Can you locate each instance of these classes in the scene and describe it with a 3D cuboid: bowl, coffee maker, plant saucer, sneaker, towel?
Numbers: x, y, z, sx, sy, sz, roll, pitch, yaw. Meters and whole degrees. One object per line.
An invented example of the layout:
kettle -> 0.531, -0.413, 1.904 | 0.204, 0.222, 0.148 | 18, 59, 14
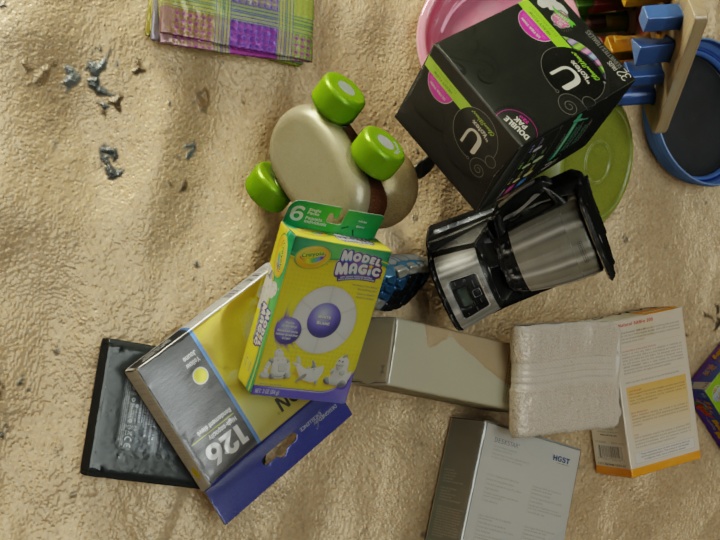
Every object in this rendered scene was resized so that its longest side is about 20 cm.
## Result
bowl -> 0.469, -0.216, 1.708 | 0.198, 0.039, 0.204 | 2, 87, -30
coffee maker -> 0.187, -0.023, 1.450 | 0.198, 0.192, 0.137 | -21, 88, 15
plant saucer -> 0.166, -0.273, 1.488 | 0.197, 0.051, 0.204 | -1, 81, 4
sneaker -> 0.000, 0.000, 1.413 | 0.198, 0.075, 0.087 | -9, 48, -45
plant saucer -> 0.291, -0.139, 1.570 | 0.198, 0.031, 0.203 | -12, 108, -42
towel -> -0.142, -0.309, 1.373 | 0.197, 0.023, 0.146 | 4, 85, -30
towel -> 0.248, 0.127, 1.473 | 0.198, 0.034, 0.135 | -1, 92, -42

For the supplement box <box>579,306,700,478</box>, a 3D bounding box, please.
supplement box -> 0.361, 0.155, 1.606 | 0.124, 0.073, 0.203 | -8, 91, -29

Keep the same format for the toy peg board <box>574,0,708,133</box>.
toy peg board -> 0.328, -0.306, 1.524 | 0.096, 0.201, 0.201 | -5, 56, -6

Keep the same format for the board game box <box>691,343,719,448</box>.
board game box -> 0.551, 0.151, 1.732 | 0.200, 0.045, 0.135 | -44, 108, -24

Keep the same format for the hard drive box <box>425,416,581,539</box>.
hard drive box -> 0.168, 0.293, 1.487 | 0.154, 0.076, 0.203 | 20, 78, -28

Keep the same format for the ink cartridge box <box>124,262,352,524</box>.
ink cartridge box -> -0.117, 0.130, 1.314 | 0.197, 0.047, 0.201 | -38, 103, -27

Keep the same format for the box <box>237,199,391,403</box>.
box -> -0.043, 0.033, 1.269 | 0.116, 0.048, 0.203 | 8, 105, -29

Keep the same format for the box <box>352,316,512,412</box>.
box -> 0.096, 0.112, 1.446 | 0.198, 0.095, 0.079 | 14, 80, -30

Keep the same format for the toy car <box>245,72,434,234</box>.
toy car -> 0.005, -0.106, 1.375 | 0.199, 0.165, 0.159 | -1, 49, -51

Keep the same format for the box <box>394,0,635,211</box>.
box -> 0.167, -0.187, 1.340 | 0.199, 0.125, 0.149 | -30, 73, -34

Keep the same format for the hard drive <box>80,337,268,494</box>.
hard drive -> -0.188, 0.157, 1.314 | 0.198, 0.033, 0.142 | 12, 81, -28
